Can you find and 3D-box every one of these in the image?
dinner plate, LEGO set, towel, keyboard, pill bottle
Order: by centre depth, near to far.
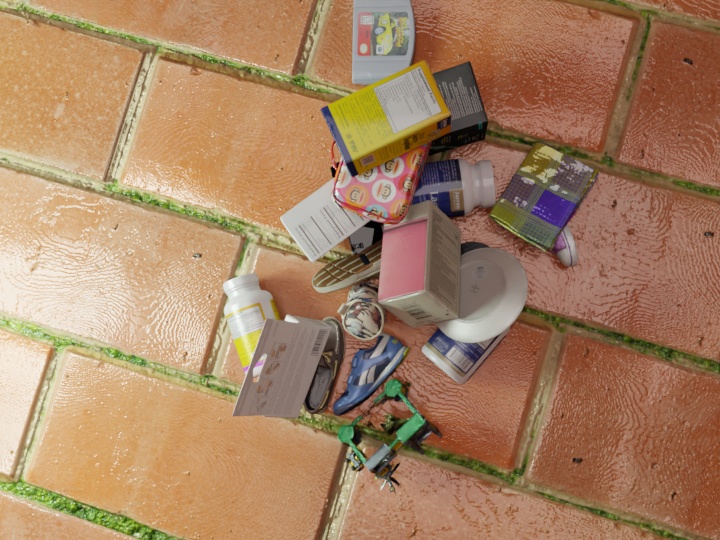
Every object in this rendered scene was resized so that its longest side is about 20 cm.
[{"bbox_3d":[0.222,0.042,1.498,0.200,0.024,0.200,-17,55,25],"label":"dinner plate"},{"bbox_3d":[0.360,-0.151,1.536,0.144,0.023,0.200,33,80,14],"label":"towel"},{"bbox_3d":[0.224,0.117,1.542,0.111,0.111,0.200,41,90,8],"label":"pill bottle"},{"bbox_3d":[0.065,0.326,1.560,0.200,0.116,0.154,-50,53,-4],"label":"LEGO set"},{"bbox_3d":[0.165,-0.163,1.570,0.200,0.116,0.116,-7,84,6],"label":"pill bottle"},{"bbox_3d":[-0.213,0.111,1.592,0.104,0.104,0.200,-20,83,4],"label":"pill bottle"},{"bbox_3d":[-0.017,-0.131,1.630,0.104,0.040,0.200,-14,92,-4],"label":"keyboard"}]

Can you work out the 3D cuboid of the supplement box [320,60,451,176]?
[{"bbox_3d":[0.047,-0.262,1.370,0.200,0.110,0.109,-24,82,3],"label":"supplement box"}]

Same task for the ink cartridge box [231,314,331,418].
[{"bbox_3d":[-0.159,0.184,1.502,0.045,0.176,0.200,26,98,42],"label":"ink cartridge box"}]

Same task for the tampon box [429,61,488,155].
[{"bbox_3d":[0.140,-0.309,1.567,0.200,0.150,0.126,-16,85,4],"label":"tampon box"}]

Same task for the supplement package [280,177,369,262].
[{"bbox_3d":[-0.048,-0.118,1.551,0.200,0.114,0.110,-36,94,-4],"label":"supplement package"}]

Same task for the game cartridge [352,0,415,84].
[{"bbox_3d":[0.050,-0.494,1.652,0.133,0.041,0.200,0,85,2],"label":"game cartridge"}]

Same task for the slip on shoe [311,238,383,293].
[{"bbox_3d":[0.000,0.000,1.599,0.200,0.061,0.076,-29,43,-2],"label":"slip on shoe"}]

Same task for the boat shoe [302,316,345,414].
[{"bbox_3d":[-0.077,0.193,1.592,0.072,0.060,0.200,13,87,7],"label":"boat shoe"}]

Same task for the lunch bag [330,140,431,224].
[{"bbox_3d":[0.027,-0.198,1.456,0.176,0.082,0.200,20,88,3],"label":"lunch bag"}]

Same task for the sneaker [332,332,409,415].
[{"bbox_3d":[0.008,0.208,1.579,0.082,0.074,0.200,43,83,9],"label":"sneaker"}]

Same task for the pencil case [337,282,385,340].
[{"bbox_3d":[0.007,0.074,1.531,0.089,0.200,0.078,43,98,-5],"label":"pencil case"}]

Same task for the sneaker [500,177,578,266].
[{"bbox_3d":[0.347,-0.081,1.564,0.114,0.073,0.201,-24,72,-4],"label":"sneaker"}]

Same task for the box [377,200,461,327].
[{"bbox_3d":[0.116,-0.011,1.503,0.109,0.128,0.200,-16,54,32],"label":"box"}]

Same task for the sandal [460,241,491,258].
[{"bbox_3d":[0.185,-0.005,1.596,0.200,0.045,0.075,-18,78,19],"label":"sandal"}]
